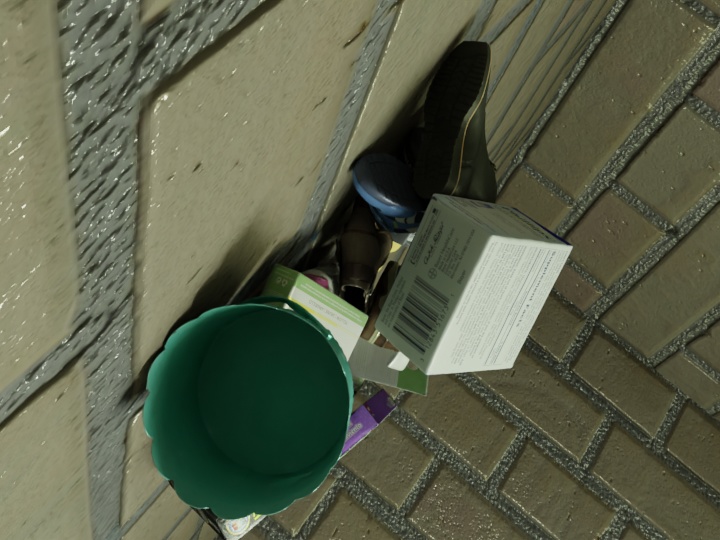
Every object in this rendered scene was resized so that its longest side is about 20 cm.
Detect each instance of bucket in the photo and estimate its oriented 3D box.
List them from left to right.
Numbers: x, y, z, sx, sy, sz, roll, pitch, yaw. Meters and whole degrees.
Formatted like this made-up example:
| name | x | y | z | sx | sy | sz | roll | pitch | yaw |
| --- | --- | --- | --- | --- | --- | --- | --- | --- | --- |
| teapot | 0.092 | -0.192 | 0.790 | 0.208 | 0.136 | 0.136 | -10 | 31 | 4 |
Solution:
| name | x | y | z | sx | sy | sz | roll | pitch | yaw |
| --- | --- | --- | --- | --- | --- | --- | --- | --- | --- |
| bucket | -0.100 | 0.127 | 0.848 | 0.208 | 0.206 | 0.135 | -52 | 175 | 3 |

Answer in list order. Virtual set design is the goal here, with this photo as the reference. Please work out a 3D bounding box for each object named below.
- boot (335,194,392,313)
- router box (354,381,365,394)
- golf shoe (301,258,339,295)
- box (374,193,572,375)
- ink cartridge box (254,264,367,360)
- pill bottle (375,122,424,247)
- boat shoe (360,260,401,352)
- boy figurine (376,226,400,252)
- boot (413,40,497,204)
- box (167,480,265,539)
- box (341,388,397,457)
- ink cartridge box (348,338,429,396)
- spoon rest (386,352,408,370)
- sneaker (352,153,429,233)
| name | x | y | z | sx | sy | sz | roll | pitch | yaw |
| --- | --- | --- | --- | --- | --- | --- | --- | --- | --- |
| boot | 0.000 | 0.000 | 1.163 | 0.201 | 0.069 | 0.149 | 76 | 19 | -60 |
| router box | -0.077 | 0.165 | 1.374 | 0.201 | 0.148 | 0.051 | -49 | 173 | -18 |
| golf shoe | -0.055 | 0.018 | 1.189 | 0.200 | 0.074 | 0.093 | 82 | 20 | -75 |
| box | 0.142 | 0.019 | 1.069 | 0.198 | 0.105 | 0.187 | 4 | 116 | -49 |
| ink cartridge box | -0.086 | 0.113 | 0.989 | 0.145 | 0.047 | 0.203 | 33 | 79 | -49 |
| pill bottle | 0.097 | -0.134 | 1.207 | 0.106 | 0.106 | 0.201 | -45 | 170 | -43 |
| boat shoe | 0.048 | 0.055 | 1.185 | 0.076 | 0.074 | 0.203 | -62 | -177 | 27 |
| boy figurine | 0.050 | -0.075 | 1.371 | 0.201 | 0.064 | 0.124 | -51 | 173 | -6 |
| boot | 0.141 | -0.170 | 1.090 | 0.137 | 0.077 | 0.204 | 21 | 89 | -50 |
| box | -0.155 | 0.248 | 1.111 | 0.159 | 0.045 | 0.199 | -36 | -154 | -24 |
| box | -0.019 | 0.244 | 1.286 | 0.136 | 0.039 | 0.200 | -42 | 172 | 6 |
| ink cartridge box | 0.011 | 0.116 | 1.340 | 0.048 | 0.196 | 0.148 | 119 | -14 | -51 |
| spoon rest | 0.019 | 0.057 | 1.293 | 0.061 | 0.201 | 0.099 | -47 | 145 | 15 |
| sneaker | 0.040 | -0.086 | 1.076 | 0.081 | 0.075 | 0.199 | -24 | 158 | 26 |
